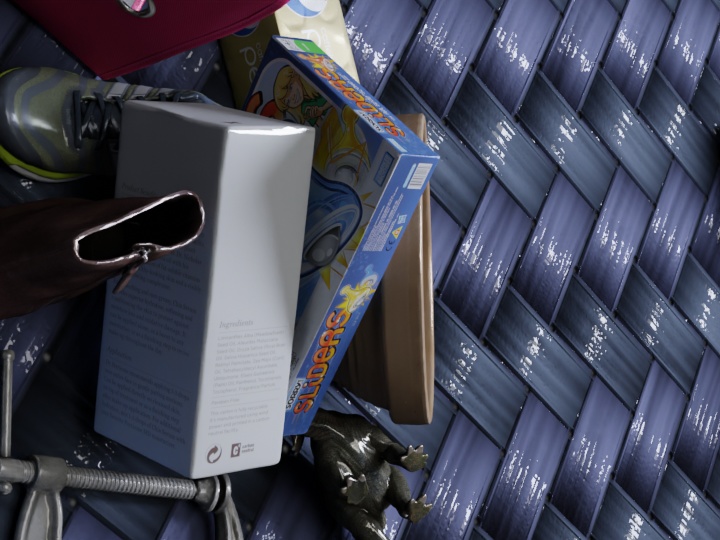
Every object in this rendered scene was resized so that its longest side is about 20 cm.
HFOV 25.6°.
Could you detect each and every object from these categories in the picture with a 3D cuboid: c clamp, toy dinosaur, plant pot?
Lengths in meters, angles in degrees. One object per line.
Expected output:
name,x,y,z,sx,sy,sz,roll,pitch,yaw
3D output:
c clamp,-0.143,0.154,0.969,0.199,0.027,0.172,21,67,-40
toy dinosaur,-0.001,0.142,1.071,0.077,0.102,0.201,-38,125,-13
plant pot,0.000,0.000,1.033,0.201,0.092,0.203,-1,90,-87

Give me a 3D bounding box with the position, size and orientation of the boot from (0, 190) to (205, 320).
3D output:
boot,-0.201,-0.003,0.845,0.199,0.166,0.073,-21,96,-45

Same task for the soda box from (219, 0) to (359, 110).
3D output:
soda box,-0.052,-0.157,1.098,0.067,0.064,0.202,-16,92,-45

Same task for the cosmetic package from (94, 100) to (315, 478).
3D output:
cosmetic package,-0.093,0.008,0.927,0.071,0.101,0.202,-4,106,-44

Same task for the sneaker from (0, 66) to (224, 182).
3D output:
sneaker,-0.140,-0.091,0.984,0.199,0.081,0.075,4,78,-44

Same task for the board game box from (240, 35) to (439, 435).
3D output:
board game box,-0.043,-0.020,0.958,0.034,0.135,0.201,0,125,-44

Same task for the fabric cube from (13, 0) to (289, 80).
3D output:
fabric cube,-0.135,-0.268,0.947,0.199,0.195,0.201,41,56,-31
